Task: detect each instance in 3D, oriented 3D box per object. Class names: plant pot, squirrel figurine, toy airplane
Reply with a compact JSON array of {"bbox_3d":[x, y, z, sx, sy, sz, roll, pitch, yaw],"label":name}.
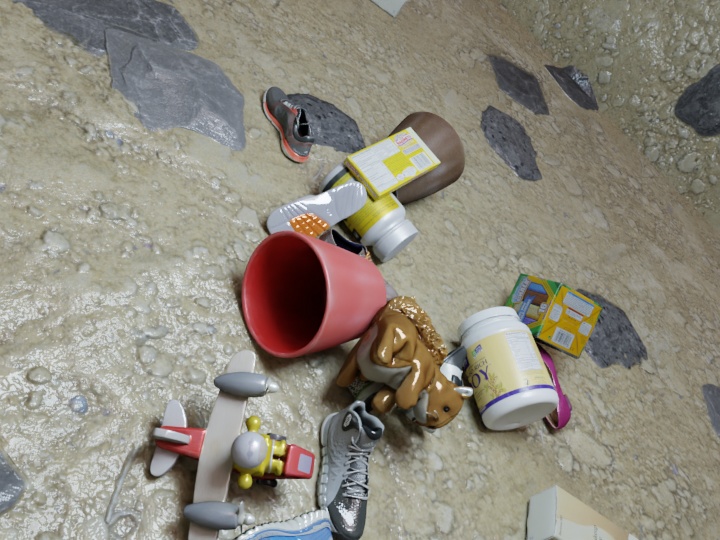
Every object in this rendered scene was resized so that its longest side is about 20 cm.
[{"bbox_3d":[0.101,-0.226,1.505,0.187,0.187,0.200,47,53,3],"label":"plant pot"},{"bbox_3d":[-0.065,0.042,1.114,0.177,0.200,0.201,6,51,-50],"label":"plant pot"},{"bbox_3d":[0.091,0.146,1.077,0.187,0.142,0.200,36,46,-10],"label":"squirrel figurine"},{"bbox_3d":[-0.170,0.228,0.879,0.199,0.141,0.200,-30,90,-31],"label":"toy airplane"}]

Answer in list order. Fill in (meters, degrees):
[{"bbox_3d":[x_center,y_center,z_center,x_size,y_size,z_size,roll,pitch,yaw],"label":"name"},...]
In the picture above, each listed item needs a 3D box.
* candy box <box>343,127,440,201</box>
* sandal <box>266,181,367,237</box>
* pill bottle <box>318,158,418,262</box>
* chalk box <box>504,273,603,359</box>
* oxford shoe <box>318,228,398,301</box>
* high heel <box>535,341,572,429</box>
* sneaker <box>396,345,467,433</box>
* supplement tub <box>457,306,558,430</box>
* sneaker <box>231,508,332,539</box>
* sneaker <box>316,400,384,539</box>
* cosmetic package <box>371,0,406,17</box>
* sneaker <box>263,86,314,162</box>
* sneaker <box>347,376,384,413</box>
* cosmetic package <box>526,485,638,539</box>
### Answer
[{"bbox_3d":[0.067,-0.217,1.370,0.200,0.026,0.102,-32,77,-39],"label":"candy box"},{"bbox_3d":[-0.084,-0.109,1.297,0.206,0.059,0.079,-25,104,-20],"label":"sandal"},{"bbox_3d":[0.018,-0.123,1.374,0.200,0.114,0.114,51,40,9],"label":"pill bottle"},{"bbox_3d":[0.392,0.090,1.466,0.125,0.124,0.200,26,0,-21],"label":"chalk box"},{"bbox_3d":[0.000,0.000,1.281,0.200,0.073,0.071,36,39,-10],"label":"oxford shoe"},{"bbox_3d":[0.369,0.226,1.397,0.200,0.067,0.096,54,30,7],"label":"high heel"},{"bbox_3d":[0.149,0.216,1.224,0.089,0.074,0.200,46,49,3],"label":"sneaker"},{"bbox_3d":[0.273,0.185,1.295,0.145,0.145,0.200,9,50,-35],"label":"supplement tub"},{"bbox_3d":[-0.107,0.369,0.861,0.200,0.079,0.089,-1,54,-41],"label":"sneaker"},{"bbox_3d":[-0.008,0.281,0.992,0.075,0.116,0.200,16,46,-30],"label":"sneaker"},{"bbox_3d":[0.101,-0.898,2.163,0.105,0.071,0.200,30,41,-17],"label":"cosmetic package"},{"bbox_3d":[-0.140,-0.325,1.442,0.077,0.082,0.200,-3,58,-42],"label":"sneaker"},{"bbox_3d":[0.040,0.165,1.177,0.089,0.077,0.200,46,36,16],"label":"sneaker"},{"bbox_3d":[0.388,0.475,1.183,0.200,0.071,0.105,34,40,-12],"label":"cosmetic package"}]
